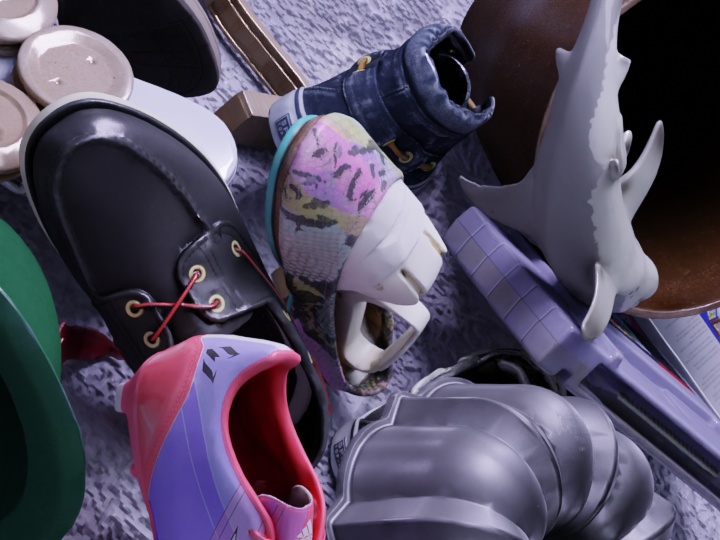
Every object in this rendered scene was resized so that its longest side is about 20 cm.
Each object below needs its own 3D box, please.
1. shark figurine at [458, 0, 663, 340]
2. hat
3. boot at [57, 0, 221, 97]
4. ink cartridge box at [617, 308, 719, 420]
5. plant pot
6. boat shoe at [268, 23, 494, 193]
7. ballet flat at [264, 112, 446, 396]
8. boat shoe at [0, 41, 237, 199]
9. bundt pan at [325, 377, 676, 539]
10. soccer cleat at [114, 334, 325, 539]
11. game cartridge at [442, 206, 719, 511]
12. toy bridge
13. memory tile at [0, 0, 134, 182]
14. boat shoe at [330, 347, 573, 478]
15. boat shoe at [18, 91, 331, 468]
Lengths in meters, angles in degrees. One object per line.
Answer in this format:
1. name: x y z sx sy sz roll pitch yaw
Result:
1. shark figurine: 0.091 -0.057 0.974 0.128 0.089 0.215 -49 141 -50
2. hat: -0.128 -0.006 0.766 0.166 0.200 0.176 56 47 -13
3. boot: -0.105 -0.186 0.964 0.200 0.073 0.151 55 39 -54
4. ink cartridge box: 0.212 0.071 1.213 0.200 0.037 0.095 53 34 5
5. plant pot: 0.134 -0.097 1.141 0.187 0.187 0.200 27 8 -31
6. boat shoe: 0.032 -0.081 1.061 0.071 0.091 0.200 67 20 0
7. ballet flat: 0.000 0.000 0.911 0.071 0.200 0.069 32 66 13
8. boat shoe: -0.152 -0.067 0.899 0.200 0.068 0.072 24 47 -6
9. bundt pan: 0.076 0.142 0.911 0.202 0.076 0.202 15 70 -44
10. soccer cleat: -0.042 0.123 0.805 0.067 0.076 0.201 -13 92 -53
11. game cartridge: 0.133 0.051 1.068 0.200 0.038 0.130 38 15 -36
12. toy bridge: -0.044 -0.075 1.058 0.067 0.027 0.200 5 56 -49
13. memory tile: -0.202 -0.084 0.831 0.200 0.017 0.153 -30 70 -40
14. boat shoe: 0.070 0.073 1.025 0.200 0.064 0.071 -16 73 -53
15. boat shoe: -0.070 0.010 0.858 0.202 0.074 0.063 59 -1 -38
